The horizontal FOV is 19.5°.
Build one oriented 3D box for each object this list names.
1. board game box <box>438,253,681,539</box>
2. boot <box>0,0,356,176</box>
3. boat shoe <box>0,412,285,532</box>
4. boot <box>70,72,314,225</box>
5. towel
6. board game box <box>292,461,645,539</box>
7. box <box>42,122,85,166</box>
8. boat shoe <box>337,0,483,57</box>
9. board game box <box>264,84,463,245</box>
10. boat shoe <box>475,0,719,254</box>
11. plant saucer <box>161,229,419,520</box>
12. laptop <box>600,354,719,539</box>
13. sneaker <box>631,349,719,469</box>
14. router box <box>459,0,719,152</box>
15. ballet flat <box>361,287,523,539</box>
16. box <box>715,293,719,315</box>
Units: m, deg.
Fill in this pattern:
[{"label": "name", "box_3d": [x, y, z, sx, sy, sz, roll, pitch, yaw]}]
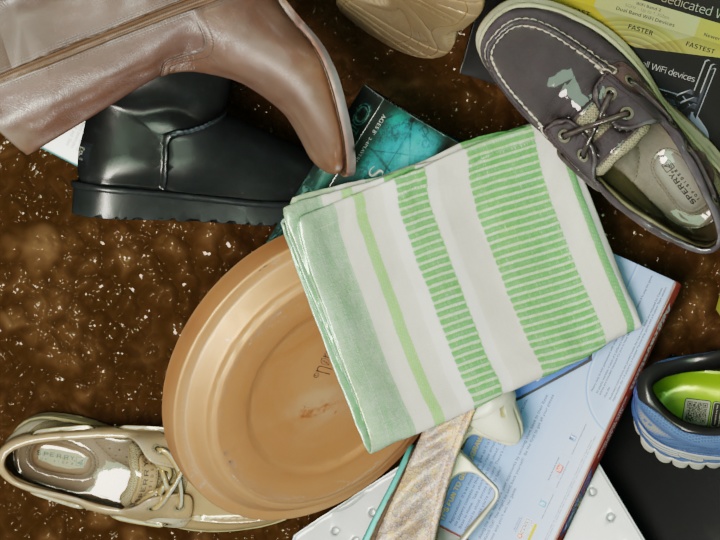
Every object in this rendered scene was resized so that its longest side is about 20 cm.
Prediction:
[{"label": "board game box", "box_3d": [0.111, 0.079, 1.303, 0.102, 0.019, 0.201, 25, 88, 20]}, {"label": "boot", "box_3d": [-0.120, -0.101, 1.188, 0.199, 0.064, 0.187, -26, 94, -13]}, {"label": "boat shoe", "box_3d": [-0.132, 0.134, 1.334, 0.198, 0.065, 0.072, 4, 96, 4]}, {"label": "boot", "box_3d": [-0.089, -0.112, 1.269, 0.197, 0.073, 0.164, 1, 99, -24]}, {"label": "towel", "box_3d": [0.062, 0.001, 1.240, 0.199, 0.023, 0.154, -21, 87, -27]}, {"label": "board game box", "box_3d": [0.084, 0.203, 1.309, 0.199, 0.026, 0.201, -33, 69, 7]}, {"label": "box", "box_3d": [-0.209, -0.128, 1.325, 0.199, 0.049, 0.083, 27, 95, 2]}, {"label": "boat shoe", "box_3d": [0.039, -0.175, 1.228, 0.072, 0.200, 0.065, 30, 81, -8]}, {"label": "board game box", "box_3d": [0.000, 0.000, 1.290, 0.135, 0.028, 0.201, 26, 100, -41]}, {"label": "boat shoe", "box_3d": [0.150, -0.084, 1.239, 0.072, 0.065, 0.200, -41, 112, 19]}, {"label": "plant saucer", "box_3d": [-0.025, 0.066, 1.271, 0.199, 0.032, 0.202, -17, 125, -27]}, {"label": "laptop", "box_3d": [0.211, 0.194, 1.341, 0.177, 0.103, 0.200, -43, 116, 7]}, {"label": "sneaker", "box_3d": [0.256, 0.086, 1.248, 0.198, 0.089, 0.079, 0, 70, 18]}, {"label": "router box", "box_3d": [0.173, -0.165, 1.253, 0.199, 0.052, 0.158, 17, 130, 2]}, {"label": "ballet flat", "box_3d": [0.061, 0.108, 1.277, 0.067, 0.068, 0.201, 22, 93, 9]}, {"label": "box", "box_3d": [0.327, 0.027, 1.297, 0.199, 0.050, 0.076, 18, 97, 2]}]
